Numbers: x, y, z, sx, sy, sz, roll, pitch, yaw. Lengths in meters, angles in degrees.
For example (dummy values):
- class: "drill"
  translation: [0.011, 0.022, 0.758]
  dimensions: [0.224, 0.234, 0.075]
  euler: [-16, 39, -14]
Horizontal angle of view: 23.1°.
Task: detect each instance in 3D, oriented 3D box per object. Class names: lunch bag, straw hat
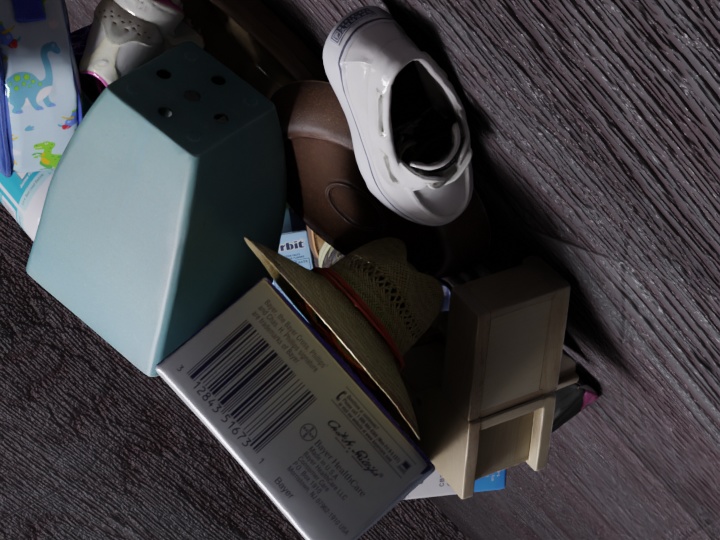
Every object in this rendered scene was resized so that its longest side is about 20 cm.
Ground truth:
- class: "lunch bag"
  translation: [-0.259, -0.187, 1.333]
  dimensions: [0.161, 0.082, 0.200]
  euler: [105, 154, -60]
- class: "straw hat"
  translation: [0.011, 0.022, 1.239]
  dimensions: [0.201, 0.085, 0.201]
  euler: [50, 175, 6]

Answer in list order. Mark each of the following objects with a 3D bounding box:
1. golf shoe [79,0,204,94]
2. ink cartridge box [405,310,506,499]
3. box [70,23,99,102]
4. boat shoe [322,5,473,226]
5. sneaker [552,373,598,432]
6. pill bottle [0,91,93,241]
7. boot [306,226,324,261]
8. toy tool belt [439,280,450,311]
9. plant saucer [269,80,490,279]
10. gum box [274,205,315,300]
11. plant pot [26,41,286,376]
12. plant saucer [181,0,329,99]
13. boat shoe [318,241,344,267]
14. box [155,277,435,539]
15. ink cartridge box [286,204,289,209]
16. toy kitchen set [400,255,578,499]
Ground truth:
- class: "golf shoe"
  translation: [-0.173, -0.170, 1.349]
  dimensions: [0.075, 0.092, 0.200]
  euler: [28, 179, 6]
- class: "ink cartridge box"
  translation: [0.022, 0.119, 1.522]
  dimensions: [0.084, 0.200, 0.146]
  euler: [-127, 35, -63]
- class: "box"
  translation: [-0.169, -0.139, 1.521]
  dimensions: [0.200, 0.141, 0.079]
  euler: [38, 144, 30]
- class: "boat shoe"
  translation: [0.039, -0.084, 1.108]
  dimensions: [0.066, 0.072, 0.200]
  euler: [43, 165, 36]
- class: "sneaker"
  translation: [0.142, 0.107, 1.566]
  dimensions: [0.086, 0.080, 0.200]
  euler: [54, 167, 2]
- class: "pill bottle"
  translation: [-0.274, -0.117, 1.448]
  dimensions: [0.200, 0.111, 0.111]
  euler: [48, 174, 18]
- class: "boot"
  translation: [-0.001, -0.040, 1.544]
  dimensions: [0.075, 0.074, 0.200]
  euler: [26, 162, 32]
- class: "toy tool belt"
  translation: [0.049, 0.049, 1.672]
  dimensions: [0.200, 0.123, 0.125]
  euler: [-178, 81, -72]
- class: "plant saucer"
  translation: [0.004, -0.057, 1.314]
  dimensions: [0.200, 0.035, 0.200]
  euler: [30, 153, 17]
- class: "gum box"
  translation: [-0.062, 0.016, 1.675]
  dimensions: [0.170, 0.044, 0.200]
  euler: [-101, 3, -62]
- class: "plant pot"
  translation: [-0.141, -0.057, 1.311]
  dimensions: [0.141, 0.141, 0.200]
  euler: [39, 139, 17]
- class: "plant saucer"
  translation: [-0.077, -0.168, 1.371]
  dimensions: [0.200, 0.029, 0.200]
  euler: [42, 171, 8]
- class: "boat shoe"
  translation: [0.000, 0.000, 1.495]
  dimensions: [0.073, 0.065, 0.200]
  euler: [6, 149, -1]
- class: "box"
  translation: [-0.047, 0.111, 1.307]
  dimensions: [0.184, 0.105, 0.200]
  euler: [49, 175, 3]
- class: "ink cartridge box"
  translation: [-0.143, -0.116, 1.613]
  dimensions: [0.200, 0.146, 0.048]
  euler: [24, 121, 20]
- class: "toy kitchen set"
  translation: [0.099, 0.030, 1.369]
  dimensions: [0.200, 0.163, 0.181]
  euler: [46, 144, 43]
